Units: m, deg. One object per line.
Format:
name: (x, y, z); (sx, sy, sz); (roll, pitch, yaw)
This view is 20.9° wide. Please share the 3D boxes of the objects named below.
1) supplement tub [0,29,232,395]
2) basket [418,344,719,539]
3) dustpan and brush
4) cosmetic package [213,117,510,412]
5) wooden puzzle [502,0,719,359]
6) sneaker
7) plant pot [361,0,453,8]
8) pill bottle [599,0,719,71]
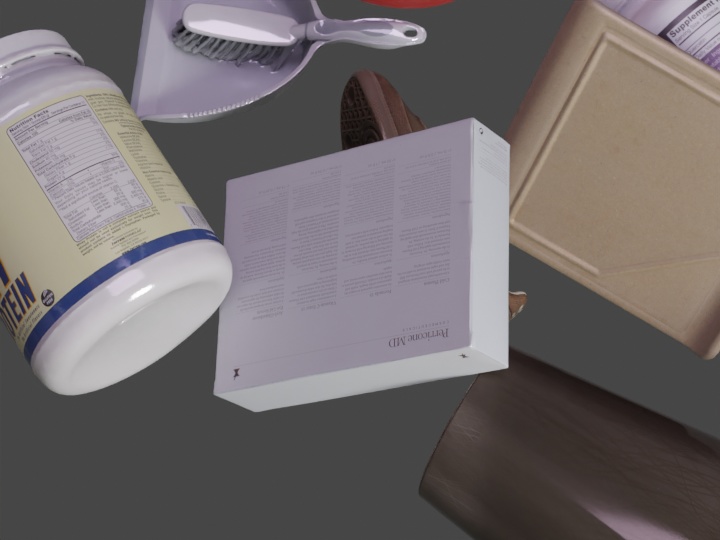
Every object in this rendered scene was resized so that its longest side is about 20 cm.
supplement tub: (-0.189, -0.039, 1.257); (0.144, 0.145, 0.201); (-31, 75, -15)
basket: (0.147, 0.145, 1.224); (0.199, 0.137, 0.180); (30, 45, 12)
dustpan and brush: (-0.055, -0.164, 1.359); (0.198, 0.057, 0.141); (7, 69, -2)
cosmetic package: (0.000, 0.000, 1.251); (0.199, 0.052, 0.152); (-12, 63, 33)
wooden puzzle: (0.192, -0.062, 1.296); (0.199, 0.186, 0.037); (33, 34, 10)
sneaker: (0.048, -0.046, 1.331); (0.075, 0.070, 0.202); (-13, 76, -27)
plant pot: (0.035, -0.297, 1.335); (0.199, 0.183, 0.202); (9, 49, -10)
pill bottle: (0.248, -0.127, 1.343); (0.112, 0.113, 0.200); (-36, 76, -16)
